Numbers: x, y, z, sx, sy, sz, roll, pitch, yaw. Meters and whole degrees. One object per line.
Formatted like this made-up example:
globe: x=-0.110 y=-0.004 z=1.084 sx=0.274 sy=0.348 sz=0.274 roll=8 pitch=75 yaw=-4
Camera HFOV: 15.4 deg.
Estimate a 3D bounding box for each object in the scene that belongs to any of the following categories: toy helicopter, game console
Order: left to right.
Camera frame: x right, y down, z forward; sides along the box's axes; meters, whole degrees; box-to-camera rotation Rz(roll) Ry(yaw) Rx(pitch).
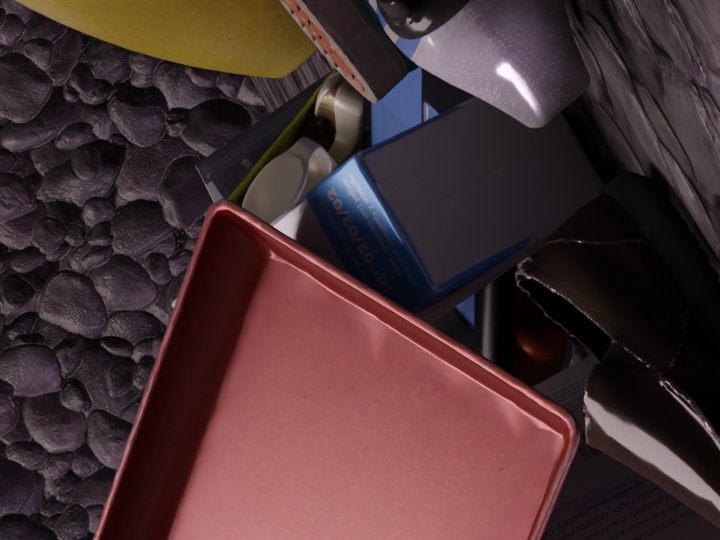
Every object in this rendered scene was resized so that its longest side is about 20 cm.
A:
game console: x=0.036 y=-0.041 z=1.261 sx=0.177 sy=0.031 sz=0.200 roll=-121 pitch=28 yaw=-63
toy helicopter: x=0.069 y=0.016 z=1.334 sx=0.132 sy=0.079 sz=0.200 roll=180 pitch=81 yaw=-77

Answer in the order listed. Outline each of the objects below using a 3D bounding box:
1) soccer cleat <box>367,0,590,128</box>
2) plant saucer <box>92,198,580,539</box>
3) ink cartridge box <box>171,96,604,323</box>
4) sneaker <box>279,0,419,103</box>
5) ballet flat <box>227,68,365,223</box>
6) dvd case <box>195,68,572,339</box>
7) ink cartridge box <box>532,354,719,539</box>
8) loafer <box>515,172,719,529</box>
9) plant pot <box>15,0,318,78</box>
soccer cleat: x=0.032 y=-0.114 z=1.003 sx=0.086 sy=0.070 sz=0.200 roll=42 pitch=-166 yaw=-28
plant saucer: x=-0.012 y=0.101 z=1.062 sx=0.200 sy=0.200 sz=0.037 roll=32 pitch=-161 yaw=34
ink cartridge box: x=0.000 y=0.000 z=1.156 sx=0.200 sy=0.115 sz=0.068 roll=-37 pitch=82 yaw=49
sneaker: x=-0.019 y=-0.164 z=1.113 sx=0.200 sy=0.080 sz=0.071 roll=53 pitch=172 yaw=-37
ballet flat: x=-0.015 y=-0.058 z=1.361 sx=0.067 sy=0.200 sz=0.067 roll=30 pitch=153 yaw=20
dvd case: x=0.012 y=-0.013 z=1.468 sx=0.200 sy=0.150 sz=0.025 roll=62 pitch=-162 yaw=16
ink cartridge box: x=0.116 y=0.155 z=1.142 sx=0.145 sy=0.145 sz=0.200 roll=64 pitch=178 yaw=-30
loafer: x=0.117 y=0.055 z=0.960 sx=0.200 sy=0.071 sz=0.073 roll=61 pitch=176 yaw=40
plant pot: x=-0.061 y=-0.171 z=1.222 sx=0.142 sy=0.200 sz=0.200 roll=38 pitch=-177 yaw=-13
